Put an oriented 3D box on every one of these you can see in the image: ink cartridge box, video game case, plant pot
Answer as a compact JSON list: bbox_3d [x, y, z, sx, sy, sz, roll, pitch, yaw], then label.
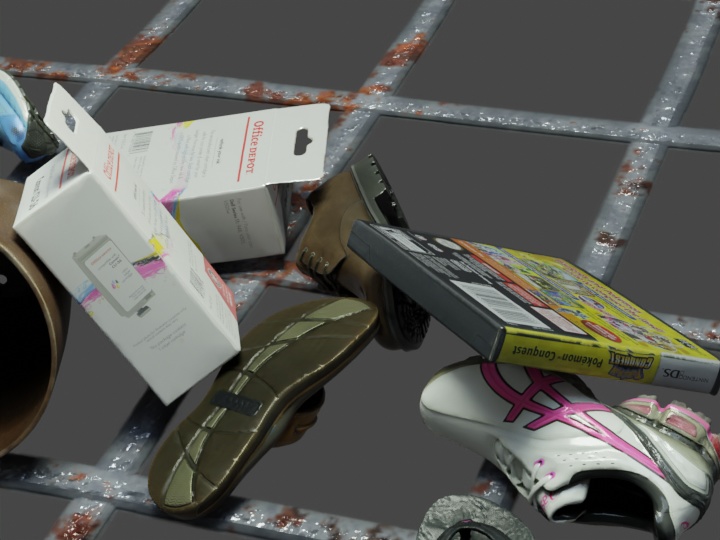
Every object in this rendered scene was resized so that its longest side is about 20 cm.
[{"bbox_3d":[-0.167,-0.020,1.205,0.067,0.200,0.117,-35,18,6],"label":"ink cartridge box"},{"bbox_3d":[-0.116,-0.061,1.379,0.199,0.068,0.117,-7,35,9],"label":"ink cartridge box"},{"bbox_3d":[0.111,0.022,1.175,0.180,0.026,0.200,9,16,-30],"label":"video game case"},{"bbox_3d":[-0.275,0.011,1.244,0.186,0.188,0.200,-2,21,7],"label":"plant pot"}]

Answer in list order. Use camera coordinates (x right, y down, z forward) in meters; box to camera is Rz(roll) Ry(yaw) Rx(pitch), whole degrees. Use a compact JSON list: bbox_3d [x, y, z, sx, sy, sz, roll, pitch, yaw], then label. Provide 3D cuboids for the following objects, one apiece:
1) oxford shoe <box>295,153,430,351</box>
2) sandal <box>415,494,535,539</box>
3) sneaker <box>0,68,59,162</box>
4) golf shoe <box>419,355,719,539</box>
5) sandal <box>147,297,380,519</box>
[{"bbox_3d":[0.000,0.000,1.297,0.084,0.073,0.200,-25,34,5],"label":"oxford shoe"},{"bbox_3d":[0.072,0.191,1.022,0.075,0.048,0.201,-7,36,1],"label":"sandal"},{"bbox_3d":[-0.334,-0.125,1.534,0.200,0.079,0.090,27,66,43],"label":"sneaker"},{"bbox_3d":[0.119,0.109,1.107,0.199,0.073,0.092,13,42,26],"label":"golf shoe"},{"bbox_3d":[-0.059,0.093,1.185,0.081,0.055,0.200,15,55,37],"label":"sandal"}]
